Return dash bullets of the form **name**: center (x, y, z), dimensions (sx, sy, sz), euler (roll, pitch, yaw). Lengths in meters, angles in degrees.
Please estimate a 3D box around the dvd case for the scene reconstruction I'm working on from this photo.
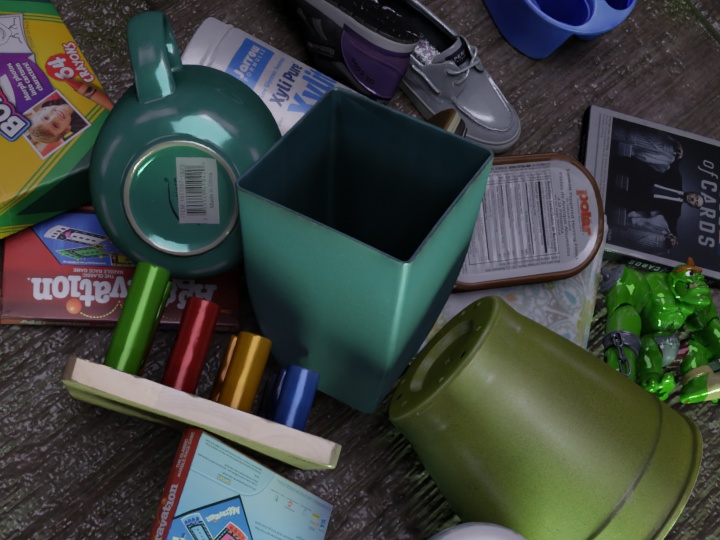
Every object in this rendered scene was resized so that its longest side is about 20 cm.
- **dvd case**: center (0.307, -0.068, 1.173), dimensions (0.196, 0.025, 0.153), euler (13, 69, -9)

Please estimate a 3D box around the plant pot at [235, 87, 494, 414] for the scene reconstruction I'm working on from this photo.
- **plant pot**: center (0.000, 0.000, 0.907), dimensions (0.140, 0.202, 0.142), euler (24, 47, 19)

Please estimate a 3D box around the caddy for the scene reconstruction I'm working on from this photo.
- **caddy**: center (0.191, -0.314, 1.185), dimensions (0.140, 0.105, 0.202), euler (-22, 78, -20)

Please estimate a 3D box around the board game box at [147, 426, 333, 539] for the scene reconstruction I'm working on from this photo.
- **board game box**: center (-0.087, 0.199, 0.896), dimensions (0.019, 0.200, 0.105), euler (4, 68, 31)

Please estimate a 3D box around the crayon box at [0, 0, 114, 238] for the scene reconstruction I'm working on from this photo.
- **crayon box**: center (-0.307, -0.134, 0.997), dimensions (0.171, 0.059, 0.201), euler (-25, 69, -25)

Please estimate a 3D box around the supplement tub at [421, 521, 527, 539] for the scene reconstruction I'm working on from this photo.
- **supplement tub**: center (0.064, 0.263, 0.895), dimensions (0.120, 0.200, 0.125), euler (5, 70, -13)

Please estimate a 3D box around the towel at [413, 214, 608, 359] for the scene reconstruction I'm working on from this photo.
- **towel**: center (0.125, 0.009, 1.053), dimensions (0.197, 0.048, 0.174), euler (15, 81, -25)

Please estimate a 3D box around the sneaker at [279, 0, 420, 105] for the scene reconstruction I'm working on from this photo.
- **sneaker**: center (-0.038, -0.225, 1.113), dimensions (0.075, 0.089, 0.200), euler (-15, 47, -45)

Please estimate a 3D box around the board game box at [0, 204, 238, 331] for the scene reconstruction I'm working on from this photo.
- **board game box**: center (-0.202, -0.004, 1.012), dimensions (0.196, 0.019, 0.105), euler (2, 71, -14)

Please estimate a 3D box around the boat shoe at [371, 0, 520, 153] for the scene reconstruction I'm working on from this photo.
- **boat shoe**: center (0.076, -0.193, 1.131), dimensions (0.200, 0.072, 0.070), euler (41, 66, 3)

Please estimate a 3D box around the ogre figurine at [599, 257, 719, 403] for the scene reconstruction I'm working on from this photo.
- **ogre figurine**: center (0.277, 0.058, 1.079), dimensions (0.196, 0.098, 0.122), euler (-2, 66, -20)

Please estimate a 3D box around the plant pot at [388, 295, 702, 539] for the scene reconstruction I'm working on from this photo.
- **plant pot**: center (0.130, 0.130, 0.943), dimensions (0.193, 0.200, 0.201), euler (42, 66, -8)

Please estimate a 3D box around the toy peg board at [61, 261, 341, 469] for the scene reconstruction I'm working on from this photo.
- **toy peg board**: center (-0.113, 0.075, 0.907), dimensions (0.196, 0.200, 0.099), euler (19, 78, -8)

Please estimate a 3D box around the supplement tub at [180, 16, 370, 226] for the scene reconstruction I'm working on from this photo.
- **supplement tub**: center (-0.070, -0.117, 1.034), dimensions (0.198, 0.132, 0.133), euler (27, 66, -5)

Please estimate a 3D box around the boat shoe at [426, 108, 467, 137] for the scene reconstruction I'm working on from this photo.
- **boat shoe**: center (0.049, -0.054, 1.081), dimensions (0.065, 0.073, 0.202), euler (37, 72, -22)

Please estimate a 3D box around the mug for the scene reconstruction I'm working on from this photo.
- **mug**: center (-0.143, -0.082, 0.911), dimensions (0.185, 0.115, 0.152), euler (41, 103, -16)

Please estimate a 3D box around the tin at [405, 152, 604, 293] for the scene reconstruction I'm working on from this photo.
- **tin**: center (0.122, -0.041, 1.009), dimensions (0.197, 0.042, 0.114), euler (-7, 95, -26)
